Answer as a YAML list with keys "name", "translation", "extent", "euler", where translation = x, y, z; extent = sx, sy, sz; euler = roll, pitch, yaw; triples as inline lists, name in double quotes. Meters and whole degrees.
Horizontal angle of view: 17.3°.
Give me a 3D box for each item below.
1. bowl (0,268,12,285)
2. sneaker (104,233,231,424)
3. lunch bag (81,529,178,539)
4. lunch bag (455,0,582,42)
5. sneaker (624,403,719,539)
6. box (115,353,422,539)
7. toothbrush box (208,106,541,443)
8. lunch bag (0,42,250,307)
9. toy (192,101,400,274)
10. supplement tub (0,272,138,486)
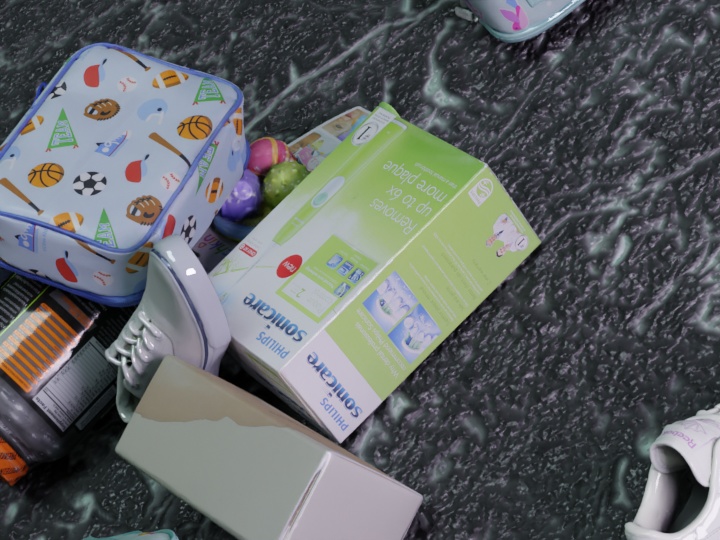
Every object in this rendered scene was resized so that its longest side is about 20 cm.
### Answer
- name: "bowl"
  translation: [-0.335, 0.023, 1.785]
  extent: [0.108, 0.200, 0.200]
  euler: [41, 77, 9]
- name: "sneaker"
  translation: [-0.135, 0.052, 1.613]
  extent: [0.071, 0.200, 0.073]
  euler: [-29, 62, -21]
- name: "lunch bag"
  translation: [-0.183, 0.214, 1.477]
  extent: [0.160, 0.077, 0.200]
  euler: [-23, 3, -17]
- name: "lunch bag"
  translation: [0.149, -0.261, 1.789]
  extent: [0.200, 0.077, 0.160]
  euler: [-36, 37, 1]
- name: "sneaker"
  translation: [0.218, 0.102, 1.323]
  extent: [0.075, 0.100, 0.200]
  euler: [9, 55, 48]
- name: "box"
  translation: [-0.061, 0.131, 1.523]
  extent: [0.200, 0.095, 0.078]
  euler: [26, 87, 50]
- name: "toothbrush box"
  translation: [0.000, 0.000, 1.635]
  extent: [0.200, 0.086, 0.146]
  euler: [-45, 36, -8]
- name: "lunch bag"
  translation: [-0.178, -0.073, 1.683]
  extent: [0.160, 0.076, 0.200]
  euler: [17, 50, 19]
- name: "toy"
  translation: [-0.055, -0.071, 1.742]
  extent: [0.200, 0.047, 0.115]
  euler: [-29, 35, -21]
- name: "supplement tub"
  translation: [-0.220, 0.053, 1.733]
  extent: [0.200, 0.123, 0.122]
  euler: [-46, 36, -11]
